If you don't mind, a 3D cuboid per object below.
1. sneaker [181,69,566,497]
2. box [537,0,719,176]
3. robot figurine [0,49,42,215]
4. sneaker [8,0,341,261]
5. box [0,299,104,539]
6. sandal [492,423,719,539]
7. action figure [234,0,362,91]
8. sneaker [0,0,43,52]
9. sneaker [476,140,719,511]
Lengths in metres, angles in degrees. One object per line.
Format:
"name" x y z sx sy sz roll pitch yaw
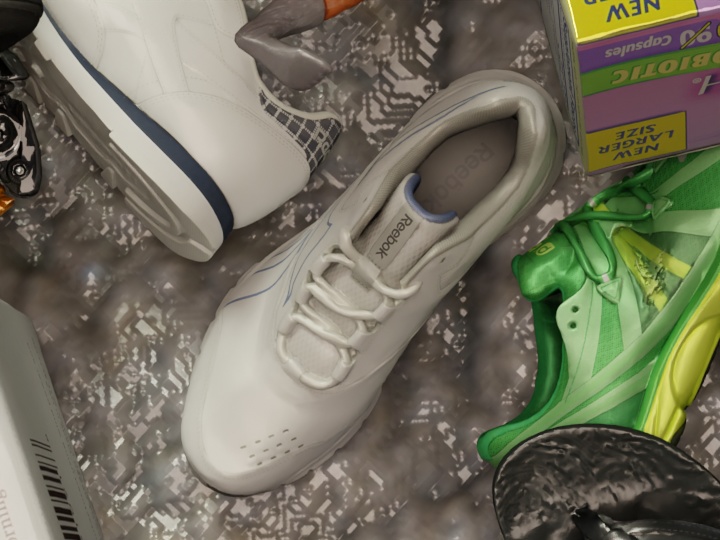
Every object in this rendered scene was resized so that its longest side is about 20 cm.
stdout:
"sneaker" 0.000 0.000 1.092 0.074 0.087 0.200 38 88 3
"box" 0.142 -0.159 1.064 0.175 0.097 0.201 -13 63 1
"robot figurine" -0.213 -0.068 1.120 0.145 0.058 0.200 -39 84 -1
"sneaker" -0.096 -0.100 1.120 0.080 0.076 0.200 -39 89 -14
"box" -0.156 0.122 1.030 0.130 0.200 0.200 -19 85 -2
"sandal" 0.132 0.130 1.049 0.200 0.048 0.075 43 92 1
"action figure" -0.014 -0.183 1.062 0.104 0.194 0.201 -2 114 11
"sneaker" -0.198 -0.032 1.057 0.199 0.060 0.105 -19 81 4
"sneaker" 0.102 -0.003 1.095 0.083 0.074 0.201 22 86 0
